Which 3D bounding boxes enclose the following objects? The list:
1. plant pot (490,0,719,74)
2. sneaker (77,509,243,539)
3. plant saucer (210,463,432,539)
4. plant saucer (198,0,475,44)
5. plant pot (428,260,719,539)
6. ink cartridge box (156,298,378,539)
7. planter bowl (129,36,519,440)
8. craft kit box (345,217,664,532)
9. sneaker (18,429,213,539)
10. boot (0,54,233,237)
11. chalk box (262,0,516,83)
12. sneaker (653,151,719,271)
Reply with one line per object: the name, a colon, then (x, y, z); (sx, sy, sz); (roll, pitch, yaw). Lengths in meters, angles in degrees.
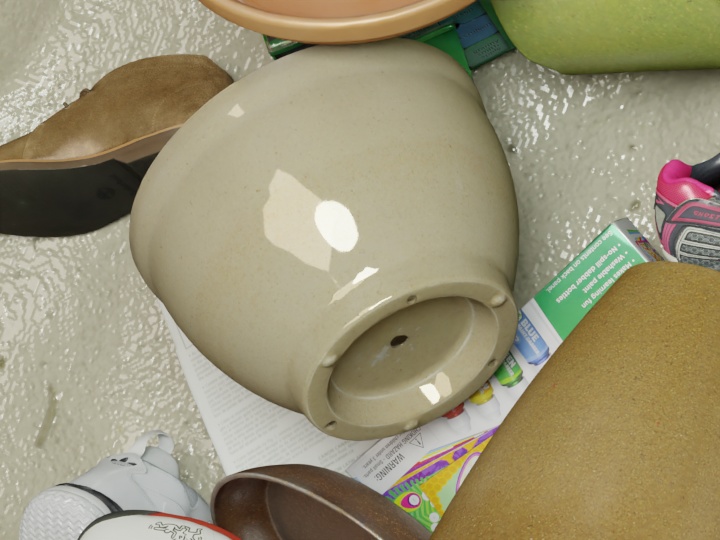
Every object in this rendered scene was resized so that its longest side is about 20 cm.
plant pot: (0.168, -0.180, 1.513); (0.184, 0.200, 0.201); (-8, 79, 36)
sneaker: (-0.074, 0.184, 1.496); (0.201, 0.108, 0.067); (25, 103, 15)
plant saucer: (0.007, 0.170, 1.543); (0.200, 0.200, 0.034); (31, 62, 26)
plant saucer: (-0.001, -0.182, 1.482); (0.200, 0.037, 0.200); (-5, 49, 6)
plant pot: (0.139, 0.104, 1.411); (0.186, 0.186, 0.200); (12, 66, 27)
ink cartridge box: (-0.021, 0.036, 1.642); (0.160, 0.047, 0.200); (-32, 65, 18)
planter bowl: (0.000, 0.000, 1.487); (0.200, 0.200, 0.135); (-41, 55, 15)
craft kit box: (0.129, 0.111, 1.529); (0.200, 0.049, 0.198); (-44, 85, 14)
sneaker: (-0.131, 0.189, 1.655); (0.075, 0.115, 0.200); (13, 122, 27)
boot: (-0.160, -0.072, 1.719); (0.200, 0.074, 0.076); (-12, 58, 20)
chalk box: (0.006, -0.164, 1.594); (0.124, 0.124, 0.200); (-23, 67, 8)
sneaker: (0.243, -0.051, 1.471); (0.200, 0.075, 0.081); (-26, 29, -7)
